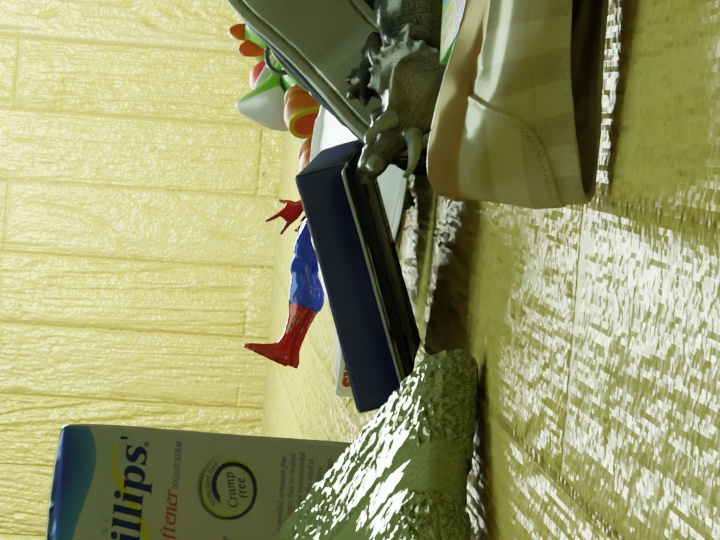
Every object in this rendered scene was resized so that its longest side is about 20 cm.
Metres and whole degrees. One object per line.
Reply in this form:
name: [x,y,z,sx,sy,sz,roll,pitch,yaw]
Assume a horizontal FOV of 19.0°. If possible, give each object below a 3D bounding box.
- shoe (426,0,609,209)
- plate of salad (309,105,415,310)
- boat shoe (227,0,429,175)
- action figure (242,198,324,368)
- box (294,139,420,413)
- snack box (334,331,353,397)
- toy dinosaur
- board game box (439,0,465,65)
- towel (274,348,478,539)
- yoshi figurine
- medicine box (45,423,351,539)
shoe: [0.067,-0.118,0.712,0.070,0.053,0.201,-11,-68,-62]
plate of salad: [0.009,-0.068,1.300,0.200,0.048,0.201,-174,90,-73]
boat shoe: [-0.018,-0.133,1.153,0.200,0.075,0.062,47,173,18]
action figure: [-0.029,-0.034,1.485,0.201,0.052,0.065,-66,-15,-1]
box: [0.000,0.000,1.099,0.200,0.032,0.122,-73,-32,-83]
snack box: [0.003,-0.007,1.449,0.072,0.024,0.200,-89,6,-45]
toy dinosaur: [0.026,-0.137,1.047,0.102,0.077,0.201,156,114,-75]
board game box: [0.062,-0.173,0.893,0.200,0.029,0.135,123,151,-80]
towel: [-0.001,0.138,0.986,0.200,0.036,0.149,-54,19,41]
yoshi figurine: [-0.023,-0.157,1.594,0.112,0.112,0.200,-48,37,25]
medicine box: [-0.080,0.150,1.261,0.182,0.199,0.103,128,146,-81]
